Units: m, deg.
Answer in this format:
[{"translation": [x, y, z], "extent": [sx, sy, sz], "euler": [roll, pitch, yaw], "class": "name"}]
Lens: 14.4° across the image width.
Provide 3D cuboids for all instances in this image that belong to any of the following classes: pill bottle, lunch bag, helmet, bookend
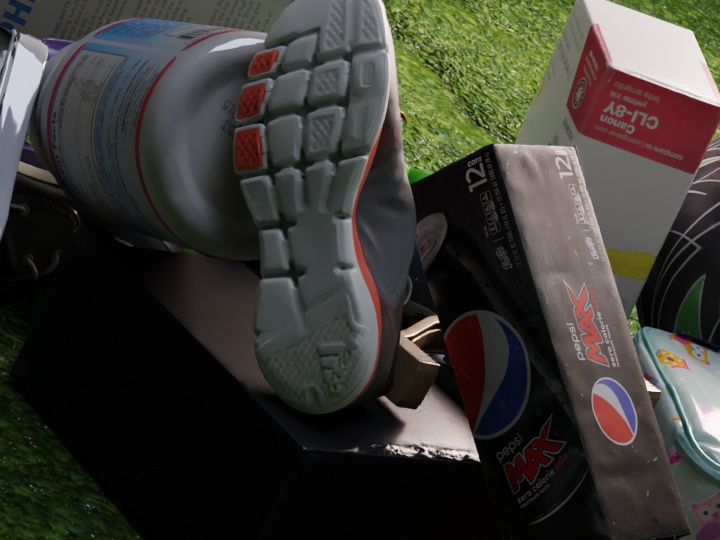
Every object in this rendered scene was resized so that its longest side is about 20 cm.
[{"translation": [-0.094, -0.070, 1.415], "extent": [0.109, 0.109, 0.200], "euler": [16, 0, -28], "class": "pill bottle"}, {"translation": [0.226, 0.116, 1.658], "extent": [0.160, 0.077, 0.200], "euler": [22, 21, -15], "class": "lunch bag"}, {"translation": [0.267, 0.004, 1.803], "extent": [0.190, 0.200, 0.200], "euler": [33, 19, -8], "class": "helmet"}, {"translation": [-0.033, 0.076, 1.405], "extent": [0.198, 0.092, 0.200], "euler": [8, 26, -46], "class": "bookend"}]

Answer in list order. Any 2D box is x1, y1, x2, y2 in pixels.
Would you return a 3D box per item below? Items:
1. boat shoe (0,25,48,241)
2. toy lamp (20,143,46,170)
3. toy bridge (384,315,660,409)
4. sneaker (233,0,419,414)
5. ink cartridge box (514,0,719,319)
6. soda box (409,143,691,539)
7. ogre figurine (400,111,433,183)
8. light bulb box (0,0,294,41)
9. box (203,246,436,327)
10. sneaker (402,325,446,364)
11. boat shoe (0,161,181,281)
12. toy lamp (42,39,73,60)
[{"translation": [-0.209, -0.046, 1.415], "extent": [0.068, 0.074, 0.200], "euler": [22, 59, -16], "class": "boat shoe"}, {"translation": [-0.236, -0.100, 1.627], "extent": [0.058, 0.058, 0.200], "euler": [13, 25, -35], "class": "toy lamp"}, {"translation": [0.069, 0.049, 1.432], "extent": [0.200, 0.027, 0.067], "euler": [9, 23, -47], "class": "toy bridge"}, {"translation": [-0.009, -0.032, 1.324], "extent": [0.077, 0.201, 0.082], "euler": [2, -5, 27], "class": "sneaker"}, {"translation": [0.143, -0.053, 1.785], "extent": [0.083, 0.200, 0.145], "euler": [18, 21, -11], "class": "ink cartridge box"}, {"translation": [0.087, 0.042, 1.354], "extent": [0.071, 0.063, 0.201], "euler": [-1, 70, -49], "class": "soda box"}, {"translation": [-0.013, -0.044, 1.732], "extent": [0.199, 0.098, 0.120], "euler": [13, 37, 5], "class": "ogre figurine"}, {"translation": [-0.128, -0.193, 1.892], "extent": [0.200, 0.125, 0.198], "euler": [24, 21, -7], "class": "light bulb box"}, {"translation": [0.000, 0.000, 1.569], "extent": [0.200, 0.038, 0.136], "euler": [27, -13, -38], "class": "box"}, {"translation": [0.025, 0.056, 1.554], "extent": [0.200, 0.073, 0.082], "euler": [24, 18, -11], "class": "sneaker"}, {"translation": [-0.186, -0.020, 1.510], "extent": [0.200, 0.072, 0.068], "euler": [23, 56, -31], "class": "boat shoe"}, {"translation": [-0.095, -0.079, 1.607], "extent": [0.200, 0.058, 0.058], "euler": [20, 21, -15], "class": "toy lamp"}]
